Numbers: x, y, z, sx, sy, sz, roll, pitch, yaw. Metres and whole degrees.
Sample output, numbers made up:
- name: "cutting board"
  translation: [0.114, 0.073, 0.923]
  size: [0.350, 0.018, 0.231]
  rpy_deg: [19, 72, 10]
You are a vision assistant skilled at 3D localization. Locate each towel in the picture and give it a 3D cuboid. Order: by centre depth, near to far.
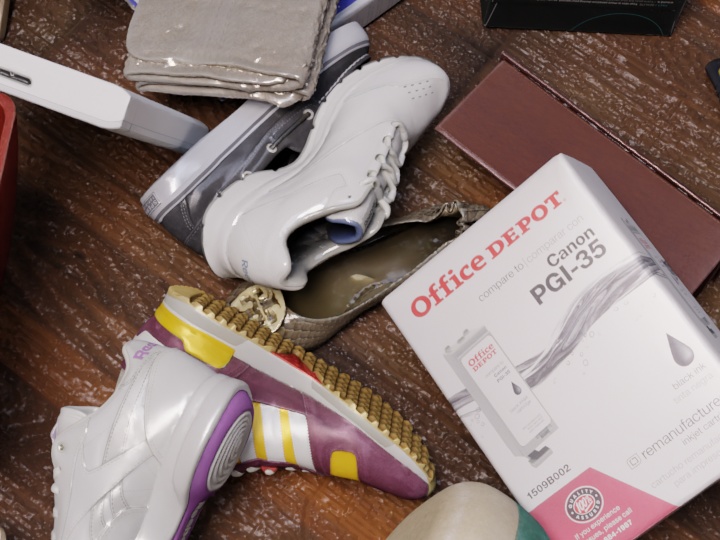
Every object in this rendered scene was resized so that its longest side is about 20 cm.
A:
- name: "towel"
  translation: [-0.074, -0.196, 0.896]
  size: [0.132, 0.035, 0.201]
  rpy_deg: [8, 61, 13]

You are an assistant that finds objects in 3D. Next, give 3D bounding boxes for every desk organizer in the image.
- name: "desk organizer"
  translation: [0.143, -0.045, 0.880]
  size: [0.200, 0.072, 0.077]
  rpy_deg: [39, 70, 14]

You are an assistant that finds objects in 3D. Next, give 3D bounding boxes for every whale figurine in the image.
- name: "whale figurine"
  translation: [0.044, 0.212, 0.705]
  size: [0.104, 0.159, 0.200]
  rpy_deg: [35, 49, -8]

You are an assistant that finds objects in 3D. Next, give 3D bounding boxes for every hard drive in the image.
- name: "hard drive"
  translation: [-0.177, -0.108, 0.820]
  size: [0.131, 0.200, 0.027]
  rpy_deg: [20, 93, 5]

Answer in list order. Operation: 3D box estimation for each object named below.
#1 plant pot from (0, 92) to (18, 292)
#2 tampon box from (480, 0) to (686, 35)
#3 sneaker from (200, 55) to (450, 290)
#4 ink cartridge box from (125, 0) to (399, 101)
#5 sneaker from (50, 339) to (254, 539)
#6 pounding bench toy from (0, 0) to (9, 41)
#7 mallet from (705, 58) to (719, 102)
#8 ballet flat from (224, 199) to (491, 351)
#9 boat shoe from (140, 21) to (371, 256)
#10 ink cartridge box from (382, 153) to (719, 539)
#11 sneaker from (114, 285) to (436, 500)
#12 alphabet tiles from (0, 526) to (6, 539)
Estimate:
- name: "plant pot"
  translation: [-0.295, 0.023, 0.751]
  size: [0.199, 0.176, 0.201]
  rpy_deg: [5, 64, -2]
- name: "tampon box"
  translation: [0.163, -0.292, 0.971]
  size: [0.149, 0.126, 0.201]
  rpy_deg: [1, 63, -5]
- name: "sneaker"
  translation: [-0.006, -0.056, 0.845]
  size: [0.200, 0.075, 0.087]
  rpy_deg: [-47, 44, -15]
- name: "ink cartridge box"
  translation: [-0.085, -0.231, 0.969]
  size: [0.200, 0.047, 0.198]
  rpy_deg: [-38, 73, -18]
- name: "sneaker"
  translation: [-0.140, 0.133, 0.749]
  size: [0.099, 0.075, 0.201]
  rpy_deg: [30, 90, 16]
- name: "pounding bench toy"
  translation: [-0.267, -0.218, 0.877]
  size: [0.199, 0.156, 0.125]
  rpy_deg: [10, 96, 0]
- name: "mallet"
  translation: [0.269, -0.062, 0.922]
  size: [0.066, 0.041, 0.201]
  rpy_deg: [-15, 61, -9]
- name: "ballet flat"
  translation: [0.000, 0.000, 0.859]
  size: [0.199, 0.046, 0.068]
  rpy_deg: [-20, 67, -14]
- name: "boat shoe"
  translation: [-0.054, -0.086, 0.889]
  size: [0.066, 0.070, 0.200]
  rpy_deg: [47, 65, -2]
- name: "ink cartridge box"
  translation: [0.128, 0.054, 0.784]
  size: [0.146, 0.083, 0.200]
  rpy_deg: [-40, 74, 16]
- name: "sneaker"
  translation: [-0.051, 0.094, 0.803]
  size: [0.200, 0.075, 0.090]
  rpy_deg: [34, 97, 0]
- name: "alphabet tiles"
  translation: [-0.232, 0.231, 0.695]
  size: [0.195, 0.015, 0.201]
  rpy_deg: [-21, 50, 13]
